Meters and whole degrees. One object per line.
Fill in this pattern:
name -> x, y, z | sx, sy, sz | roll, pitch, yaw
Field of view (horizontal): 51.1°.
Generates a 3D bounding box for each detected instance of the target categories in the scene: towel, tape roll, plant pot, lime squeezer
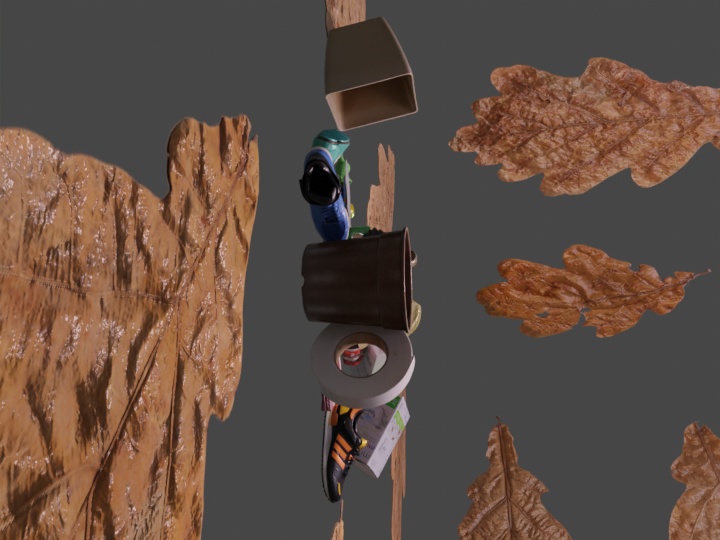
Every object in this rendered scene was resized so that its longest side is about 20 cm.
towel -> -0.065, 0.206, 1.613 | 0.200, 0.023, 0.146 | -40, 126, -82
tape roll -> 0.003, 0.172, 1.453 | 0.037, 0.201, 0.204 | 83, 9, -48
plant pot -> -0.004, 0.022, 1.440 | 0.200, 0.196, 0.202 | -2, 90, -83
plant pot -> 0.013, -0.467, 1.763 | 0.200, 0.198, 0.179 | 59, 18, -74
lime squeezer -> -0.047, -0.237, 1.825 | 0.071, 0.037, 0.201 | 53, -20, 44

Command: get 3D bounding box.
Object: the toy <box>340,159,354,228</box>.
toy -> -0.044, -0.164, 1.745 | 0.200, 0.047, 0.116 | 72, 14, -75

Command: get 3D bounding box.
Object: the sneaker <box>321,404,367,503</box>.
sneaker -> -0.031, 0.377, 1.564 | 0.070, 0.089, 0.202 | 66, 23, -70

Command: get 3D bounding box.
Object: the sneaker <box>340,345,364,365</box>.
sneaker -> -0.015, 0.176, 1.740 | 0.202, 0.067, 0.109 | -106, -168, -74

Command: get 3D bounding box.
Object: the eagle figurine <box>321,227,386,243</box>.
eagle figurine -> -0.021, -0.003, 1.614 | 0.152, 0.150, 0.202 | 9, 89, -67

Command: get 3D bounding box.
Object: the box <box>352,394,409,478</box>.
box -> 0.033, 0.380, 1.782 | 0.177, 0.096, 0.200 | -59, 162, -16

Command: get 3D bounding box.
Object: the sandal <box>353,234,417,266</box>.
sandal -> 0.051, -0.058, 1.878 | 0.054, 0.198, 0.081 | 111, -11, -46

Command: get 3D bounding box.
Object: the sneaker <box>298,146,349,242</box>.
sneaker -> -0.067, -0.126, 1.434 | 0.111, 0.076, 0.202 | -88, 170, -68

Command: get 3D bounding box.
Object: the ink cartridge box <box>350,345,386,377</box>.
ink cartridge box -> 0.033, 0.223, 1.859 | 0.201, 0.067, 0.117 | 105, -27, -45

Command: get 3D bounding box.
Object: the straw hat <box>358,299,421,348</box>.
straw hat -> 0.083, 0.101, 1.628 | 0.202, 0.085, 0.202 | -53, 162, -26

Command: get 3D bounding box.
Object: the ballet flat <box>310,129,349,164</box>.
ballet flat -> -0.069, -0.251, 1.568 | 0.200, 0.067, 0.071 | -61, 173, -75

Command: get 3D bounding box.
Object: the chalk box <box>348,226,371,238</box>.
chalk box -> 0.000, 0.000, 1.757 | 0.124, 0.124, 0.202 | -64, 150, -74
